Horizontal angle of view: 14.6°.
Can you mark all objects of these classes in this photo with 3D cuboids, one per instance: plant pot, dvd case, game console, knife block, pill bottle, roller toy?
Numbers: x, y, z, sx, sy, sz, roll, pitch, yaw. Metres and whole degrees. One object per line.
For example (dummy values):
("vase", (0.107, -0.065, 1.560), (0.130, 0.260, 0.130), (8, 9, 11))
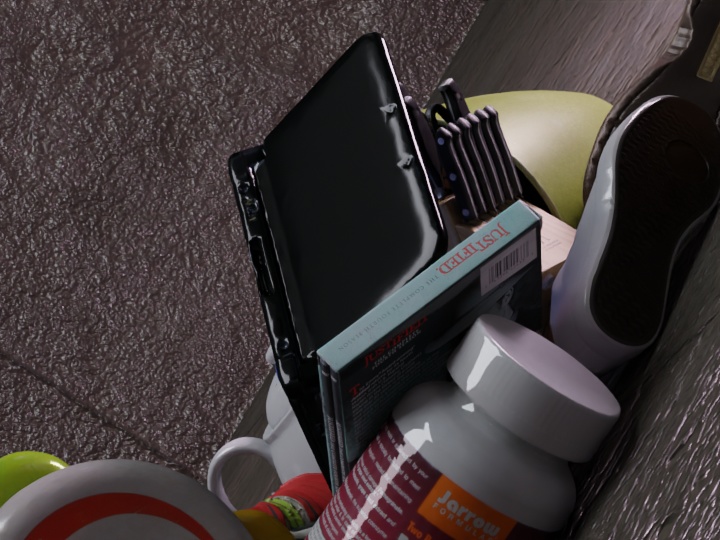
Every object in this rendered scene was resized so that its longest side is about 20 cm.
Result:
("plant pot", (0.101, -0.039, 1.808), (0.200, 0.187, 0.187), (-34, -16, -52))
("dvd case", (0.042, 0.064, 1.536), (0.146, 0.022, 0.200), (-37, -28, -19))
("game console", (0.000, 0.000, 1.602), (0.116, 0.176, 0.200), (-19, 44, 4))
("knife block", (0.046, -0.007, 1.687), (0.064, 0.175, 0.200), (-26, -42, -49))
("pill bottle", (0.045, 0.129, 1.482), (0.200, 0.109, 0.110), (-56, 4, 13))
("roller toy", (-0.144, 0.205, 1.610), (0.140, 0.200, 0.183), (136, 153, -68))

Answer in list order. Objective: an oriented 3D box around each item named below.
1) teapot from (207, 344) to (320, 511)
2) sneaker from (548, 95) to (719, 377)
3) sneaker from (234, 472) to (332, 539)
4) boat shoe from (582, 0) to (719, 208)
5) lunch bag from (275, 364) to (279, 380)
("teapot", (-0.007, 0.098, 2.045), (0.200, 0.146, 0.197), (-60, 5, -24))
("sneaker", (0.148, -0.018, 1.619), (0.085, 0.073, 0.200), (-48, 11, 51))
("sneaker", (-0.047, 0.169, 1.773), (0.085, 0.199, 0.077), (-122, 30, -53))
("boat shoe", (0.206, -0.102, 1.717), (0.203, 0.075, 0.075), (-57, -17, -4))
("lunch bag", (0.041, 0.026, 1.921), (0.200, 0.160, 0.076), (-58, 5, -6))
